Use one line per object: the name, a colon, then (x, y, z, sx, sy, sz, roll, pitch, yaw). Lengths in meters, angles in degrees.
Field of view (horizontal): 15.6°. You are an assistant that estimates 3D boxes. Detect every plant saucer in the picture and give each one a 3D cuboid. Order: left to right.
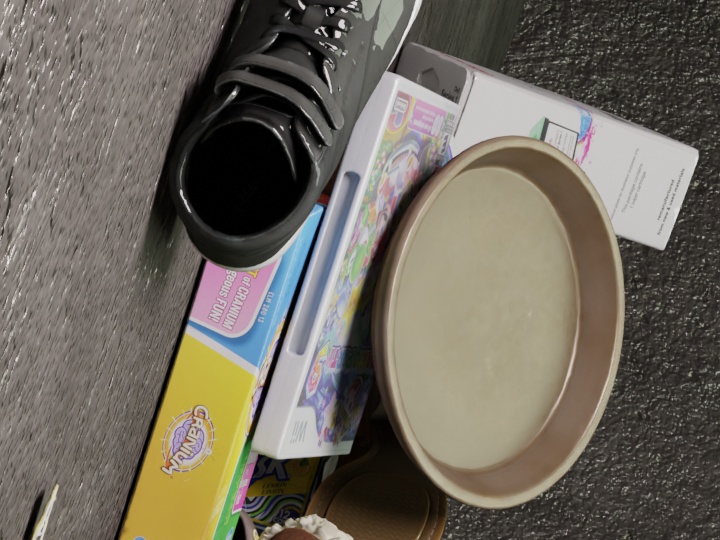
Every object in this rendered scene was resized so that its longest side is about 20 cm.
plant saucer: (0.072, 0.028, 1.419, 0.200, 0.029, 0.201, -5, 97, -46)

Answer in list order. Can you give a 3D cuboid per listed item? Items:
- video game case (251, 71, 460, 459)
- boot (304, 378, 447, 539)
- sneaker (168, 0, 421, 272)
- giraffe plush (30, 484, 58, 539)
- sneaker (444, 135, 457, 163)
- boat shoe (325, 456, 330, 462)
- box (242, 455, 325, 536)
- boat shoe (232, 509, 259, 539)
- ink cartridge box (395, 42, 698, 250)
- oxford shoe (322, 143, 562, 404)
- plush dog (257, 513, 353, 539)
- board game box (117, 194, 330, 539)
video game case: (0.000, 0.000, 1.373, 0.143, 0.018, 0.201, 10, 98, -75)
boot: (0.000, 0.147, 1.522, 0.155, 0.076, 0.201, 112, -6, -57)
sneaker: (-0.020, -0.089, 1.060, 0.099, 0.070, 0.201, -85, -163, -85)
giraffe plush: (-0.070, 0.200, 1.012, 0.173, 0.161, 0.201, -62, 170, -67)
sneaker: (0.010, -0.002, 1.843, 0.147, 0.080, 0.201, -74, -175, -62)
boat shoe: (-0.025, 0.035, 1.588, 0.072, 0.072, 0.201, -68, 174, -62)
box: (-0.064, 0.150, 1.579, 0.200, 0.070, 0.065, 100, 7, -67)
boat shoe: (-0.100, 0.217, 1.411, 0.060, 0.072, 0.200, 76, 33, -48)
ink cartridge box: (0.130, -0.094, 1.981, 0.084, 0.199, 0.145, -70, -157, 6)
oxford shoe: (0.048, 0.008, 1.474, 0.071, 0.200, 0.071, -41, -166, 27)
plush dog: (-0.043, 0.226, 1.293, 0.200, 0.160, 0.172, -46, -173, 1)
board game box: (-0.067, 0.057, 1.316, 0.153, 0.040, 0.201, -41, 149, -82)
